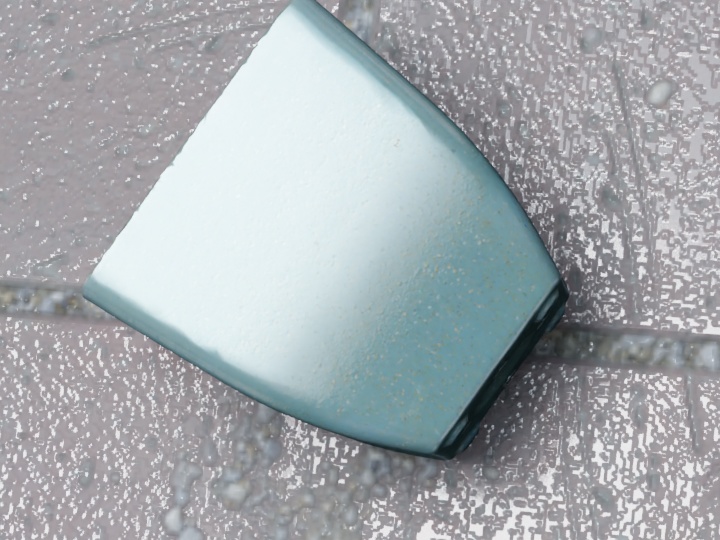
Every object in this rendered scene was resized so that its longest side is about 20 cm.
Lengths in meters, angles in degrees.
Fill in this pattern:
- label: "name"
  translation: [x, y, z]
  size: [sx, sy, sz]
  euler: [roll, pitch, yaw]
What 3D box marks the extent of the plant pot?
- label: "plant pot"
  translation: [0.000, 0.000, 1.603]
  size: [0.200, 0.196, 0.196]
  euler: [37, 89, 9]
